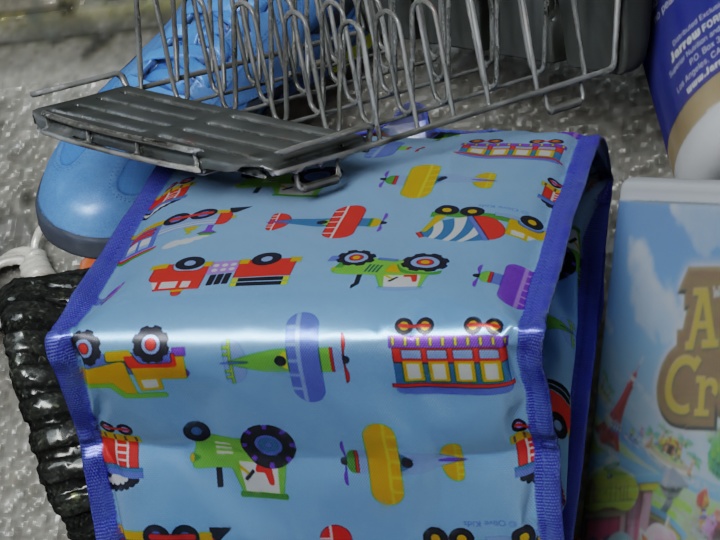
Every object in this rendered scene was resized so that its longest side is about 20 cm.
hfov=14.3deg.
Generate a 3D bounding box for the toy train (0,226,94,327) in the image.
[{"bbox_3d":[-0.075,0.023,1.094,0.150,0.056,0.200,-42,57,-2],"label":"toy train"}]

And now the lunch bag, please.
[{"bbox_3d":[0.000,0.000,0.929,0.149,0.095,0.200,-1,34,12],"label":"lunch bag"}]

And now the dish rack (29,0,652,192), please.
[{"bbox_3d":[-0.009,-0.078,0.982,0.199,0.055,0.153,-19,21,-38],"label":"dish rack"}]

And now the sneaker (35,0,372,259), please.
[{"bbox_3d":[-0.056,-0.085,1.082,0.066,0.079,0.200,28,51,22],"label":"sneaker"}]

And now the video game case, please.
[{"bbox_3d":[0.134,0.065,0.863,0.200,0.022,0.183,5,88,58],"label":"video game case"}]

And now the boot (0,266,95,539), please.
[{"bbox_3d":[-0.029,0.063,0.979,0.157,0.080,0.212,-19,45,-10],"label":"boot"}]

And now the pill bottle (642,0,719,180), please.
[{"bbox_3d":[0.149,-0.118,1.034,0.115,0.116,0.201,-19,58,13],"label":"pill bottle"}]

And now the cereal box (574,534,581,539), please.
[{"bbox_3d":[0.126,0.169,0.943,0.143,0.040,0.201,-26,57,10],"label":"cereal box"}]
